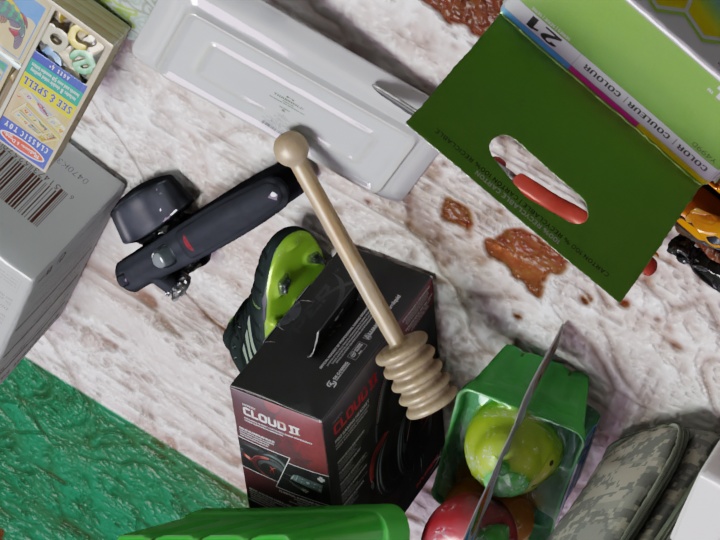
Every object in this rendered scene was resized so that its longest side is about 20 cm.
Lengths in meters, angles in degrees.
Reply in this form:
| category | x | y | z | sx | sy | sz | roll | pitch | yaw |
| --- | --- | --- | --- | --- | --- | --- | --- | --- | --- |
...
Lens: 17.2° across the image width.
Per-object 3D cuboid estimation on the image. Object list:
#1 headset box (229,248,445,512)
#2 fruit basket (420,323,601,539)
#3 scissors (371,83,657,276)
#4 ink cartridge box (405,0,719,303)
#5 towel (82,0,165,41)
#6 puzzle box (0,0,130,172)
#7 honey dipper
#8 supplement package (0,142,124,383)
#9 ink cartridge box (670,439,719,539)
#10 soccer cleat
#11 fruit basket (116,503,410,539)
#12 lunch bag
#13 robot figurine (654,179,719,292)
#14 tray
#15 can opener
| category | x | y | z | sx | sy | sz | roll | pitch | yaw |
| --- | --- | --- | --- | --- | --- | --- | --- | --- | --- |
| headset box | -0.012 | 0.094 | 1.593 | 0.075 | 0.149 | 0.200 | 19 | 138 | 24 |
| fruit basket | 0.088 | 0.159 | 1.535 | 0.093 | 0.200 | 0.186 | 17 | 140 | 4 |
| scissors | 0.092 | -0.057 | 1.419 | 0.200 | 0.014 | 0.073 | 36 | 180 | -3 |
| ink cartridge box | 0.140 | -0.104 | 1.212 | 0.148 | 0.200 | 0.076 | 40 | 143 | -1 |
| towel | -0.183 | -0.233 | 1.486 | 0.171 | 0.048 | 0.200 | 18 | 139 | 27 |
| puzzle box | -0.257 | -0.165 | 1.539 | 0.200 | 0.025 | 0.133 | 35 | 134 | -1 |
| honey dipper | 0.000 | 0.000 | 1.503 | 0.038 | 0.038 | 0.200 | -17 | 105 | 48 |
| supplement package | -0.271 | -0.012 | 1.733 | 0.117 | 0.117 | 0.200 | 37 | 143 | 1 |
| ink cartridge box | 0.300 | 0.139 | 1.372 | 0.200 | 0.146 | 0.084 | 29 | 142 | 14 |
| soccer cleat | -0.062 | 0.039 | 1.654 | 0.081 | 0.067 | 0.200 | 34 | 145 | 29 |
| fruit basket | -0.037 | 0.232 | 1.553 | 0.215 | 0.156 | 0.216 | 1 | 172 | 0 |
| lunch bag | 0.188 | 0.195 | 1.484 | 0.167 | 0.200 | 0.140 | 5 | 131 | 36 |
| robot figurine | 0.197 | -0.042 | 1.346 | 0.200 | 0.058 | 0.145 | 39 | 146 | 1 |
| tray | -0.044 | -0.110 | 1.480 | 0.200 | 0.022 | 0.107 | 29 | 145 | -7 |
| can opener | -0.106 | -0.031 | 1.616 | 0.200 | 0.063 | 0.079 | -19 | 114 | 49 |
